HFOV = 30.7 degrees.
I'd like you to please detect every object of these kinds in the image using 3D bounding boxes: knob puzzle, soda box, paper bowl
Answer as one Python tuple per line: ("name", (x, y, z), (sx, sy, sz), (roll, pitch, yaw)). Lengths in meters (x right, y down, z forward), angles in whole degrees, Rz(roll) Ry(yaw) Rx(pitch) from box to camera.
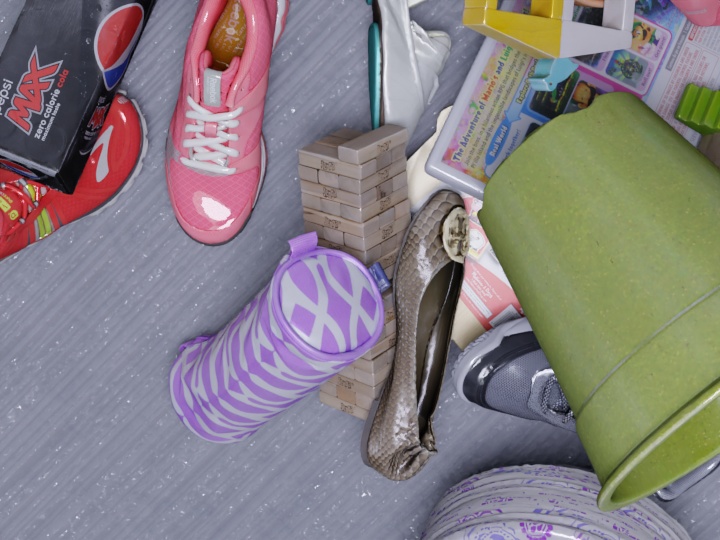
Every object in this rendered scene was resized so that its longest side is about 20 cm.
("knob puzzle", (0.123, -0.038, 0.921), (0.218, 0.030, 0.221), (1, 100, 5))
("soda box", (-0.187, -0.158, 0.872), (0.070, 0.063, 0.201), (21, 79, 0))
("paper bowl", (0.136, 0.214, 0.905), (0.199, 0.105, 0.202), (10, 129, 13))

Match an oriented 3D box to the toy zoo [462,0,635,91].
("toy zoo", (0.119, -0.208, 0.778), (0.131, 0.020, 0.202), (0, 98, -39))

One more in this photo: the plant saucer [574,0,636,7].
("plant saucer", (0.147, -0.268, 0.825), (0.199, 0.032, 0.202), (-9, 104, -39))

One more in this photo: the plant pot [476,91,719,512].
("plant pot", (0.167, 0.004, 0.763), (0.200, 0.200, 0.190), (-38, 69, 10))

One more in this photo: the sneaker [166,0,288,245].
("sneaker", (-0.100, -0.114, 0.888), (0.073, 0.087, 0.202), (10, 101, 3))

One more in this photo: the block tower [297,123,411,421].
("block tower", (0.000, 0.000, 0.893), (0.058, 0.054, 0.201), (17, 122, 34))

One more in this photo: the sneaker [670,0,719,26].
("sneaker", (0.251, -0.250, 0.859), (0.074, 0.087, 0.201), (24, 80, 40))

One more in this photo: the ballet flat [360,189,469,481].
("ballet flat", (0.046, 0.046, 0.884), (0.046, 0.067, 0.201), (18, 97, 38))

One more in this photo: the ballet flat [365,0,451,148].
("ballet flat", (0.031, -0.174, 0.889), (0.069, 0.069, 0.202), (-6, 96, 5))

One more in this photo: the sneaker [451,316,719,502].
("sneaker", (0.165, 0.092, 0.874), (0.199, 0.114, 0.076), (5, 120, -15))

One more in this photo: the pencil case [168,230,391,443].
("pencil case", (-0.062, 0.051, 0.876), (0.086, 0.084, 0.200), (56, 141, 6))

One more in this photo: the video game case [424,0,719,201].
("video game case", (0.164, -0.116, 0.877), (0.181, 0.024, 0.201), (26, 82, 0))

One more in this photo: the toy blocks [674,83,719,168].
("toy blocks", (0.278, -0.101, 0.807), (0.099, 0.137, 0.201), (26, 81, -19))

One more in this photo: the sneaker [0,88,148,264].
("sneaker", (-0.232, -0.051, 0.918), (0.200, 0.085, 0.077), (-37, 96, 10))
